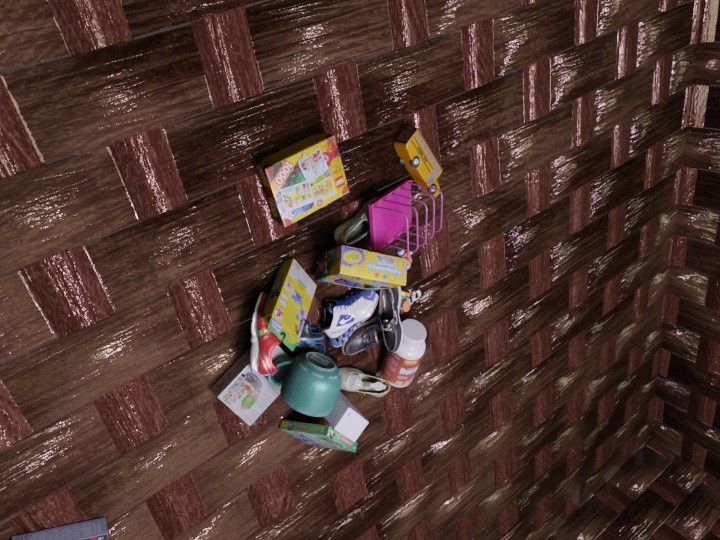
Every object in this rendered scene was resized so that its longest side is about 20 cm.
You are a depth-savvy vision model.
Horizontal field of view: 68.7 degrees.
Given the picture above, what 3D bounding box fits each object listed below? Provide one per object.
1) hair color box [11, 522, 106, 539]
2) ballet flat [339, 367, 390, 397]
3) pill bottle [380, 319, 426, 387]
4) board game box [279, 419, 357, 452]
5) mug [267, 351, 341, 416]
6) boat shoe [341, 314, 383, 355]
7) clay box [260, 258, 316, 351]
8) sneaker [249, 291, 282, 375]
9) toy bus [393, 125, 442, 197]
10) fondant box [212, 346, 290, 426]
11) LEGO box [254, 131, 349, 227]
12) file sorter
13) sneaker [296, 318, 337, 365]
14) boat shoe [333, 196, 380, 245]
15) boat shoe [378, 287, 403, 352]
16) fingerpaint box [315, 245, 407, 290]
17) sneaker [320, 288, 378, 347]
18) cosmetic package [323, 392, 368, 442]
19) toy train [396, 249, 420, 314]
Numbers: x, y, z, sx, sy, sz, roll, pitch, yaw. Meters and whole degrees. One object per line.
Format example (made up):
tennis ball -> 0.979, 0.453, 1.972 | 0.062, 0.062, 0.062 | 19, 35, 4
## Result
hair color box -> -0.705, 0.661, 1.234 | 0.194, 0.060, 0.103 | 4, 106, -36
ballet flat -> 0.005, 0.337, 1.586 | 0.194, 0.069, 0.072 | 16, 100, -24
pill bottle -> 0.134, 0.250, 1.604 | 0.109, 0.113, 0.205 | -13, 137, -30
board game box -> -0.120, 0.470, 1.498 | 0.134, 0.195, 0.030 | 44, 54, -37
mug -> -0.134, 0.282, 1.361 | 0.181, 0.151, 0.118 | 13, 106, -38
boat shoe -> 0.032, 0.192, 1.575 | 0.196, 0.064, 0.074 | -29, 121, -25
clay box -> -0.182, 0.088, 1.327 | 0.116, 0.046, 0.205 | 51, 43, -38
sneaker -> -0.235, 0.159, 1.329 | 0.081, 0.077, 0.209 | 1, 87, -10
toy bus -> 0.168, -0.300, 1.480 | 0.079, 0.064, 0.200 | -50, 128, -11
fondant box -> -0.273, 0.287, 1.399 | 0.200, 0.058, 0.146 | -46, 127, -13
LEGO box -> -0.140, -0.223, 1.280 | 0.197, 0.077, 0.153 | -31, 123, -22
file sorter -> 0.128, -0.138, 1.433 | 0.199, 0.122, 0.144 | -37, 133, -44
sneaker -> -0.117, 0.212, 1.470 | 0.083, 0.073, 0.200 | -50, 129, -6
boat shoe -> 0.016, -0.129, 1.439 | 0.198, 0.061, 0.073 | -40, 127, -18
boat shoe -> 0.083, 0.137, 1.513 | 0.059, 0.072, 0.209 | -8, 103, -52
fingerpaint box -> 0.000, 0.000, 1.383 | 0.194, 0.165, 0.076 | 11, 78, -27
sneaker -> -0.042, 0.108, 1.480 | 0.201, 0.080, 0.115 | -50, 130, -7
cosmetic package -> -0.073, 0.383, 1.489 | 0.072, 0.198, 0.101 | -50, 127, -6
toy train -> 0.133, 0.043, 1.596 | 0.149, 0.055, 0.204 | -37, 125, -18
